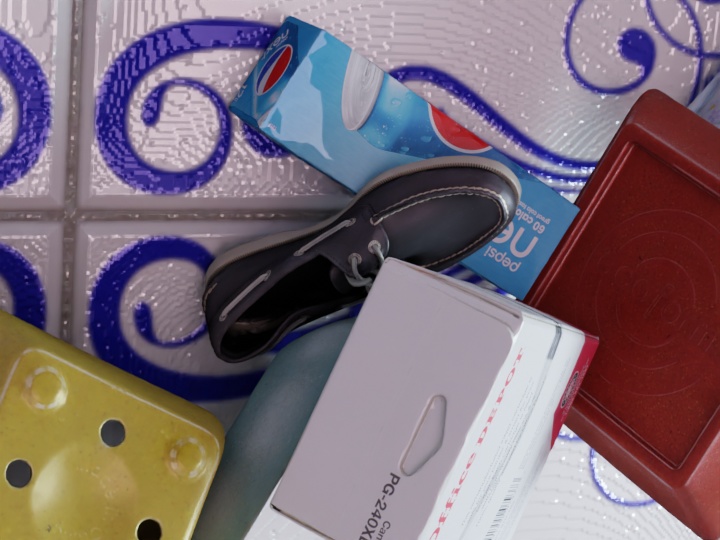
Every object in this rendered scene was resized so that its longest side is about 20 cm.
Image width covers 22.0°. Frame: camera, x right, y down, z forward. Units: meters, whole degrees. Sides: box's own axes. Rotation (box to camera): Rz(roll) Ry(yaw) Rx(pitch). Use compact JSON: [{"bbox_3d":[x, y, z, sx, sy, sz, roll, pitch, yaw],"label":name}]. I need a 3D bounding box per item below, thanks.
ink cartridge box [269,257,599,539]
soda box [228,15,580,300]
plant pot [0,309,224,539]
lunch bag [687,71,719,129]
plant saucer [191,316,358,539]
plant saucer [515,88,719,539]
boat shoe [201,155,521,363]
[{"bbox_3d":[0.046,0.079,0.996,0.083,0.200,0.145,26,93,19],"label":"ink cartridge box"},{"bbox_3d":[0.027,-0.065,1.076,0.200,0.064,0.068,32,91,-26],"label":"soda box"},{"bbox_3d":[-0.179,0.119,0.939,0.195,0.200,0.194,29,69,-24],"label":"plant pot"},{"bbox_3d":[0.315,-0.065,1.102,0.170,0.200,0.127,45,72,-26],"label":"lunch bag"},{"bbox_3d":[-0.057,0.100,1.031,0.039,0.201,0.201,32,92,0],"label":"plant saucer"},{"bbox_3d":[0.177,0.020,1.069,0.037,0.200,0.200,15,110,-51],"label":"plant saucer"},{"bbox_3d":[0.000,0.000,1.033,0.200,0.063,0.073,-22,127,20],"label":"boat shoe"}]
